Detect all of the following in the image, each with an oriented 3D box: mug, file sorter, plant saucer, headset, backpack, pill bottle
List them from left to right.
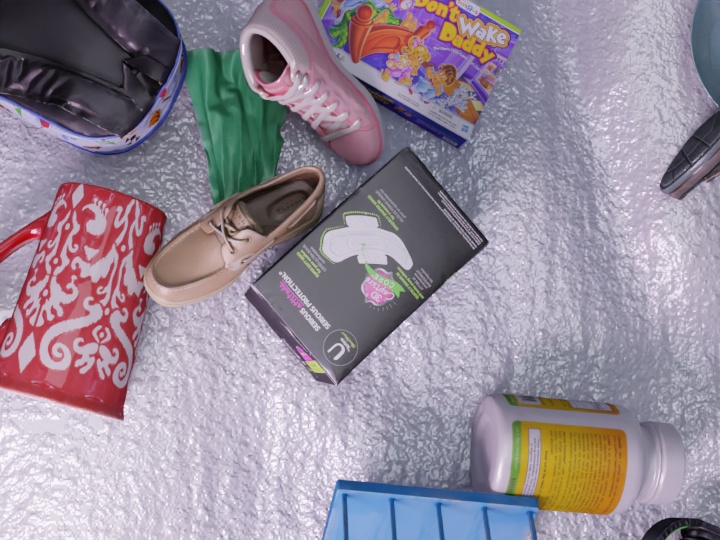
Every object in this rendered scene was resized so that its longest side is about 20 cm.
[{"bbox_3d":[-0.278,0.022,1.019,0.176,0.133,0.202,21,78,-28],"label":"mug"},{"bbox_3d":[-0.264,-0.204,1.036,0.189,0.154,0.201,32,88,5],"label":"backpack"},{"bbox_3d":[0.064,0.298,1.029,0.197,0.123,0.140,7,129,-8],"label":"file sorter"},{"bbox_3d":[0.219,0.189,1.099,0.197,0.111,0.113,6,84,-9],"label":"pill bottle"},{"bbox_3d":[0.370,0.321,1.117,0.198,0.094,0.125,11,75,-29],"label":"headset"},{"bbox_3d":[0.453,-0.248,1.213,0.198,0.039,0.204,1,86,-9],"label":"plant saucer"}]

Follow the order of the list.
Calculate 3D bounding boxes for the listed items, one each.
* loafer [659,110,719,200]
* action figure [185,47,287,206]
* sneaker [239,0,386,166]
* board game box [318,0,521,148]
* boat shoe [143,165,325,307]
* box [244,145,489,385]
[{"bbox_3d":[0.404,-0.146,1.150,0.063,0.072,0.201,34,111,-9],"label":"loafer"},{"bbox_3d":[-0.120,-0.121,1.100,0.117,0.055,0.203,-4,82,-11],"label":"action figure"},{"bbox_3d":[-0.052,-0.172,1.070,0.201,0.075,0.105,59,36,-21],"label":"sneaker"},{"bbox_3d":[0.051,-0.239,1.143,0.198,0.045,0.136,28,81,-6],"label":"board game box"},{"bbox_3d":[-0.118,-0.040,1.022,0.199,0.065,0.071,-36,77,-22],"label":"boat shoe"},{"bbox_3d":[0.000,0.000,1.061,0.200,0.149,0.125,-41,92,-10],"label":"box"}]
